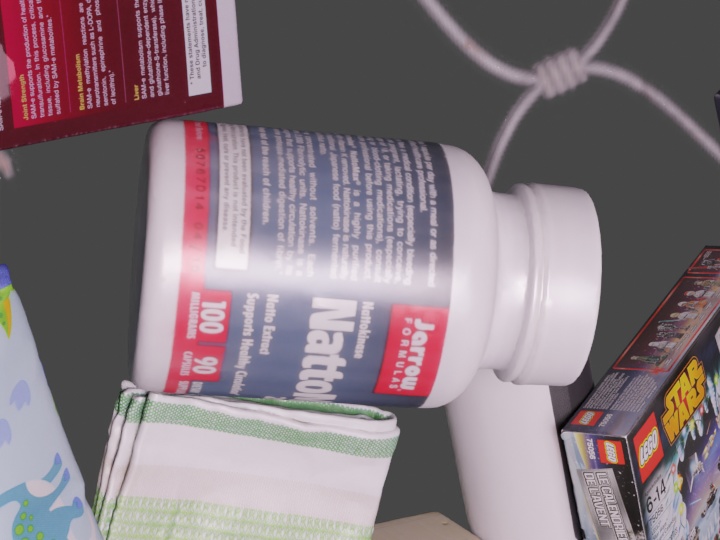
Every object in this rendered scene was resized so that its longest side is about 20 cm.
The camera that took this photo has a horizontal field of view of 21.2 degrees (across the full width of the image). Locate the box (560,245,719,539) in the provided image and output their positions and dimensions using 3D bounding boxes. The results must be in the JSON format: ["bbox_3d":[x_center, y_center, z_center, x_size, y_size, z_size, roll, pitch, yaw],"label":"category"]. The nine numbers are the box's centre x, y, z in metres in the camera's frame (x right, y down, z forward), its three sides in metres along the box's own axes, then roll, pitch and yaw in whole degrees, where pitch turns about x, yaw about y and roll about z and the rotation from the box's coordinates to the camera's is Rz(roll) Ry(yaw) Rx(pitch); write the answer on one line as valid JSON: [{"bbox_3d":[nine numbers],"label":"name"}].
[{"bbox_3d":[0.176,0.092,1.027,0.200,0.040,0.138,-44,127,-47],"label":"box"}]

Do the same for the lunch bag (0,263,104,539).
[{"bbox_3d":[-0.218,0.100,0.778,0.199,0.127,0.171,-25,114,-24],"label":"lunch bag"}]

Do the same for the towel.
[{"bbox_3d":[-0.067,0.157,0.937,0.148,0.031,0.202,10,99,-24],"label":"towel"}]

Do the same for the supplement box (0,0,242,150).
[{"bbox_3d":[-0.152,-0.108,0.800,0.199,0.061,0.110,-13,110,-30],"label":"supplement box"}]

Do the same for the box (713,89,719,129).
[{"bbox_3d":[0.294,-0.016,1.057,0.104,0.148,0.201,-28,118,-23],"label":"box"}]

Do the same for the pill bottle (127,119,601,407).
[{"bbox_3d":[0.000,0.000,0.854,0.198,0.120,0.121,4,103,-9],"label":"pill bottle"}]

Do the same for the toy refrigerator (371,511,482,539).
[{"bbox_3d":[0.034,0.237,1.010,0.070,0.076,0.202,-7,107,-30],"label":"toy refrigerator"}]

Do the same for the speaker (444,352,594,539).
[{"bbox_3d":[0.083,0.075,0.992,0.081,0.081,0.201,-23,115,-25],"label":"speaker"}]
